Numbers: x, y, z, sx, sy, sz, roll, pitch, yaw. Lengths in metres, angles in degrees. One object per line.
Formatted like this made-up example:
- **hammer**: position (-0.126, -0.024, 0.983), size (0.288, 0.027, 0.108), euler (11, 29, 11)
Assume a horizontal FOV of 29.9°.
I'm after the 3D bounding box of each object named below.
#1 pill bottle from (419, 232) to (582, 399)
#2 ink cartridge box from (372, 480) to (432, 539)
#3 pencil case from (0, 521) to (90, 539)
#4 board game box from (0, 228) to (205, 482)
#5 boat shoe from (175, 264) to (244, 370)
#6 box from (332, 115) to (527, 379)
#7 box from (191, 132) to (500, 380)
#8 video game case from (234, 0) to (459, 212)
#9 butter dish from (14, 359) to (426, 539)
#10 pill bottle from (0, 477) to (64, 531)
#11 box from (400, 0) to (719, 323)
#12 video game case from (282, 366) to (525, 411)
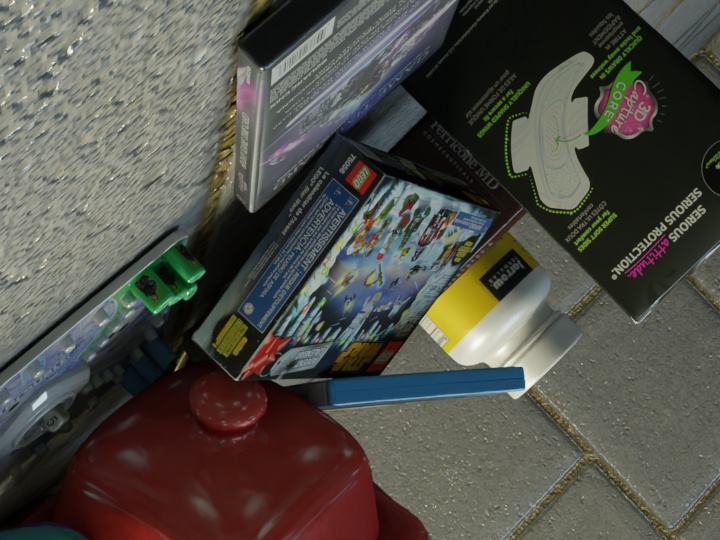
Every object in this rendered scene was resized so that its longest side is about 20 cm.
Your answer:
- **pill bottle**: position (0.092, 0.010, 1.151), size (0.111, 0.200, 0.111), euler (-44, 175, -5)
- **ink cartridge box**: position (-0.065, 0.213, 0.874), size (0.200, 0.145, 0.084), euler (-37, 140, -19)
- **pencil case**: position (-0.204, 0.177, 0.634), size (0.085, 0.093, 0.199), euler (-31, 166, 29)
- **board game box**: position (-0.169, 0.080, 0.719), size (0.200, 0.026, 0.200), euler (-42, 174, -22)
- **boat shoe**: position (-0.081, 0.044, 0.897), size (0.076, 0.072, 0.200), euler (-22, 162, -29)
- **box**: position (0.026, -0.016, 1.015), size (0.200, 0.100, 0.075), euler (-45, 174, 3)
- **box**: position (0.000, 0.000, 0.787), size (0.137, 0.040, 0.200), euler (-53, 159, 12)
- **video game case**: position (-0.001, -0.104, 0.619), size (0.143, 0.019, 0.200), euler (-43, 175, -13)
- **butter dish**: position (-0.080, 0.121, 0.773), size (0.199, 0.199, 0.149), euler (-38, 146, -43)
- **pill bottle**: position (-0.203, 0.210, 0.966), size (0.113, 0.113, 0.200), euler (-48, 173, 35)
- **box**: position (0.143, -0.090, 0.805), size (0.124, 0.200, 0.148), euler (-45, 174, 15)
- **video game case**: position (-0.002, 0.084, 0.909), size (0.142, 0.018, 0.200), euler (-2, 173, -28)
